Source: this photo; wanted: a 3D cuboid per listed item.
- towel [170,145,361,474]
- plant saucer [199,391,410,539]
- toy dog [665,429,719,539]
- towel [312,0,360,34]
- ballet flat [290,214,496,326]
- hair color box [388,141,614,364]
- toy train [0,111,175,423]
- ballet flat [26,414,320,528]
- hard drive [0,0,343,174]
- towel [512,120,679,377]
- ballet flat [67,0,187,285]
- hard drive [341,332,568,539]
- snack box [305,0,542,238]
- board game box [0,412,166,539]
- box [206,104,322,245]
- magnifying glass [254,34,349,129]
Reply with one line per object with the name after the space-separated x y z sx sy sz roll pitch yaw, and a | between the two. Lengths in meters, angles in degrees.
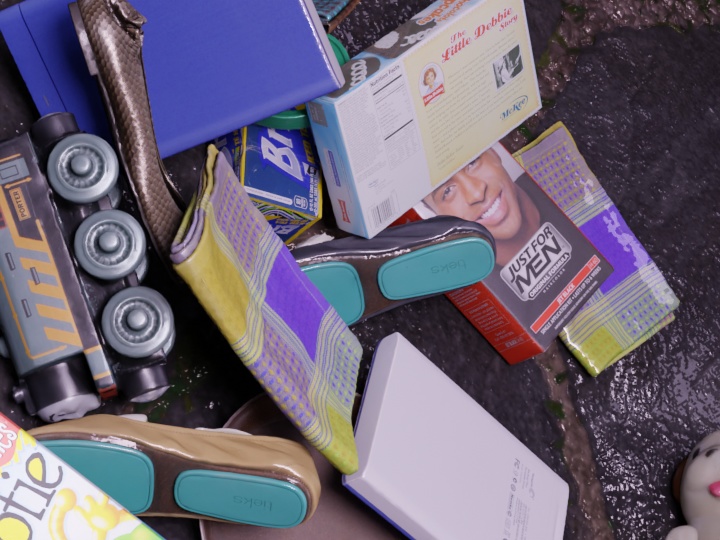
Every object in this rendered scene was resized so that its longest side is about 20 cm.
-0.055 0.025 1.012 0.200 0.023 0.144 56 19 -23 | towel
-0.027 0.177 1.069 0.200 0.032 0.201 15 60 -28 | plant saucer
0.319 0.220 1.219 0.194 0.139 0.200 4 66 -47 | toy dog
-0.083 -0.218 1.126 0.147 0.200 0.022 -55 146 -47 | towel
0.000 0.000 1.136 0.200 0.073 0.073 -14 75 -7 | ballet flat
0.093 -0.035 1.217 0.200 0.061 0.102 46 65 -5 | hair color box
-0.193 -0.001 1.003 0.114 0.085 0.200 -20 84 -8 | toy train
-0.125 0.125 0.996 0.200 0.069 0.063 11 32 -5 | ballet flat
-0.128 -0.149 1.039 0.025 0.200 0.132 -64 132 -70 | hard drive
0.181 -0.020 1.309 0.144 0.023 0.200 -29 86 -40 | towel
-0.138 -0.087 1.010 0.046 0.067 0.200 -19 105 -8 | ballet flat
0.074 0.154 1.115 0.200 0.025 0.132 42 41 -26 | hard drive
0.051 -0.125 1.133 0.200 0.037 0.116 -38 130 -30 | snack box
-0.182 0.175 0.903 0.200 0.105 0.103 40 70 -12 | board game box
-0.071 -0.122 1.160 0.070 0.064 0.200 15 60 -28 | box
-0.105 -0.128 1.105 0.200 0.022 0.080 -10 65 -6 | magnifying glass
